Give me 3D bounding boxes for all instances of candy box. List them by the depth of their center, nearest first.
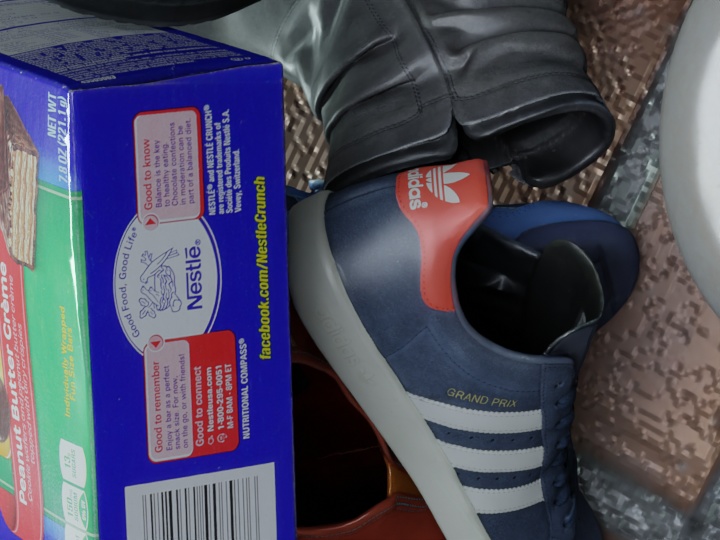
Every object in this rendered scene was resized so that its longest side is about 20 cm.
[{"bbox_3d":[-0.096,0.004,0.974,0.200,0.077,0.170,22,116,61],"label":"candy box"}]

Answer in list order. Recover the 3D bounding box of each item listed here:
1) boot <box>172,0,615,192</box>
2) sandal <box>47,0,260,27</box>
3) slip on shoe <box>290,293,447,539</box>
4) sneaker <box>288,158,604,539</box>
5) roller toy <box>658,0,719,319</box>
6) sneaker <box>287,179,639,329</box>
[{"bbox_3d":[-0.013,-0.071,1.060,0.199,0.070,0.132,-18,55,20],"label":"boot"},{"bbox_3d":[-0.027,-0.130,0.981,0.075,0.200,0.048,50,140,32],"label":"sandal"},{"bbox_3d":[-0.007,0.078,1.041,0.074,0.061,0.200,-20,127,10],"label":"slip on shoe"},{"bbox_3d":[0.054,0.040,1.012,0.084,0.200,0.075,-23,42,17],"label":"sneaker"},{"bbox_3d":[0.190,-0.048,0.979,0.182,0.140,0.201,-20,92,11],"label":"roller toy"},{"bbox_3d":[0.000,0.000,1.078,0.199,0.074,0.082,-11,50,2],"label":"sneaker"}]
